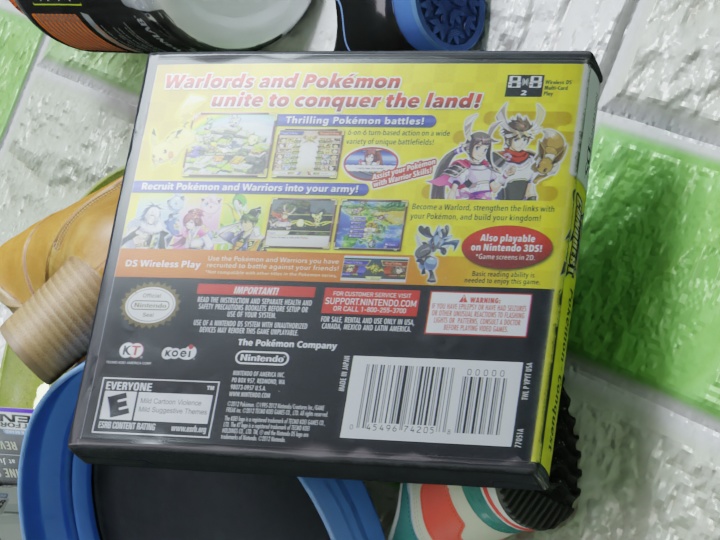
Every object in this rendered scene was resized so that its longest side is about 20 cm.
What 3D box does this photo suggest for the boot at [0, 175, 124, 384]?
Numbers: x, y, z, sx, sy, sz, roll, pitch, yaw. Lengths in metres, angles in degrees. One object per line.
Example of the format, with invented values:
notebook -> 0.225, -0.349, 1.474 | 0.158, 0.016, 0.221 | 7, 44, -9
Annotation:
boot -> -0.103, -0.017, 1.192 | 0.144, 0.071, 0.201 | -41, 11, -1

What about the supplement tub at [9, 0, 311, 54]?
supplement tub -> -0.116, -0.177, 1.370 | 0.199, 0.122, 0.123 | 10, 80, 56

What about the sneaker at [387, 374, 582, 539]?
sneaker -> 0.037, 0.027, 1.082 | 0.093, 0.070, 0.201 | -27, 54, 38

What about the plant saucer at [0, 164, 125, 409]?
plant saucer -> -0.129, 0.041, 1.349 | 0.200, 0.031, 0.201 | -32, 47, 42

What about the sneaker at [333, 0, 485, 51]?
sneaker -> 0.018, -0.185, 1.232 | 0.078, 0.070, 0.201 | -19, 57, 43

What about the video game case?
video game case -> -0.009, -0.004, 1.038 | 0.198, 0.026, 0.182 | 1, 67, 19

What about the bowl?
bowl -> -0.067, 0.125, 1.110 | 0.200, 0.039, 0.202 | 18, 119, 35

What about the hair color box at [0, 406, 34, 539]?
hair color box -> -0.233, 0.160, 1.323 | 0.201, 0.109, 0.065 | -60, 39, 32
